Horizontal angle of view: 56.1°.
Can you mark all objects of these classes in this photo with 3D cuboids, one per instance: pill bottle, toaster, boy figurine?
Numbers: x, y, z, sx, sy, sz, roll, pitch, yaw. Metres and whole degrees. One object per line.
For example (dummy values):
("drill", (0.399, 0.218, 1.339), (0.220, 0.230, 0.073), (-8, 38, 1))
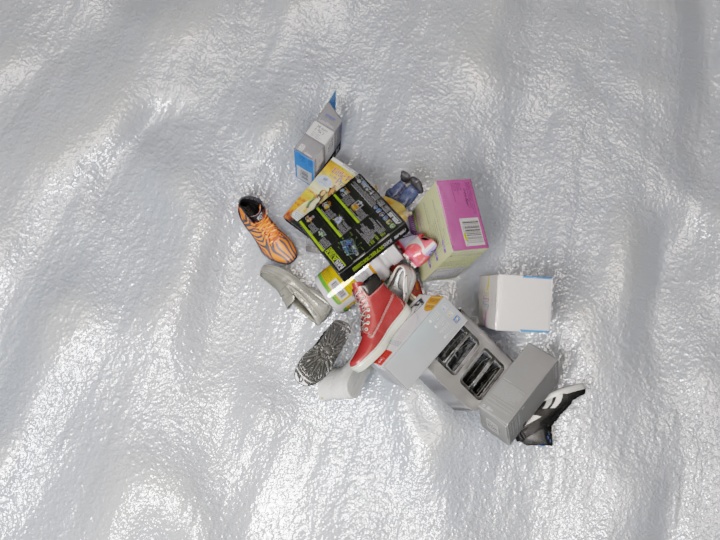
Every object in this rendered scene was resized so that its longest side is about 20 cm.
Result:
("pill bottle", (0.000, 0.000, 1.593), (0.199, 0.111, 0.111), (-38, 76, 6))
("toaster", (0.222, 0.210, 1.544), (0.181, 0.119, 0.200), (44, 73, -5))
("boy figurine", (0.062, -0.151, 1.647), (0.124, 0.065, 0.200), (37, 76, 27))

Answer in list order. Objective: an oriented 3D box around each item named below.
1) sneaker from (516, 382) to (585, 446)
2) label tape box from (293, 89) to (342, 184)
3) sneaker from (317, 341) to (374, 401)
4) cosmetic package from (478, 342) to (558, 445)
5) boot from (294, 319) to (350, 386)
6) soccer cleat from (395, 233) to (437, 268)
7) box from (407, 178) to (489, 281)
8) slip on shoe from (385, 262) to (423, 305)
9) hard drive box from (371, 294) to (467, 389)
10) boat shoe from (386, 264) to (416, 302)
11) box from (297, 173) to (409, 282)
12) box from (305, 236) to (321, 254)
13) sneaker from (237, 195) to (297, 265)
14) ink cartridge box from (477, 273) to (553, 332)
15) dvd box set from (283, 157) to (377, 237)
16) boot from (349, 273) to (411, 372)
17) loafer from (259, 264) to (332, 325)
("sneaker", (0.442, 0.342, 1.562), (0.198, 0.073, 0.113), (-20, 77, -2))
("label tape box", (-0.090, -0.333, 1.712), (0.063, 0.144, 0.201), (30, 72, 7))
("sneaker", (-0.030, 0.223, 1.564), (0.074, 0.115, 0.200), (60, 38, -18))
("cosmetic package", (0.354, 0.273, 1.503), (0.200, 0.107, 0.090), (-44, 53, -17))
("boot", (-0.089, 0.192, 1.506), (0.066, 0.200, 0.165), (41, 75, 0))
("soccer cleat", (0.131, -0.061, 1.616), (0.076, 0.200, 0.067), (-37, 105, 3))
("box", (0.205, -0.092, 1.615), (0.096, 0.200, 0.178), (-5, 70, -19))
("slip on shoe", (0.127, 0.053, 1.637), (0.061, 0.074, 0.200), (-35, 72, -18))
("hard drive box", (0.118, 0.152, 1.479), (0.077, 0.156, 0.200), (44, 78, -11))
("boat shoe", (0.073, 0.082, 1.573), (0.070, 0.069, 0.202), (11, 87, 25))
("box", (-0.019, -0.102, 1.560), (0.193, 0.048, 0.200), (-40, 56, -2))
("box", (-0.028, -0.110, 1.691), (0.198, 0.048, 0.160), (10, 70, 0))
("sneaker", (-0.234, -0.100, 1.640), (0.200, 0.112, 0.078), (42, 74, 10))
("ink cartridge box", (0.355, 0.075, 1.587), (0.127, 0.200, 0.127), (3, 88, -3))
("dvd box set", (-0.074, -0.165, 1.654), (0.146, 0.029, 0.200), (36, 80, 22))
("boot", (0.006, 0.108, 1.470), (0.144, 0.072, 0.201), (45, 62, -15))
("loafer", (-0.161, 0.057, 1.614), (0.199, 0.070, 0.070), (32, 63, 7))
